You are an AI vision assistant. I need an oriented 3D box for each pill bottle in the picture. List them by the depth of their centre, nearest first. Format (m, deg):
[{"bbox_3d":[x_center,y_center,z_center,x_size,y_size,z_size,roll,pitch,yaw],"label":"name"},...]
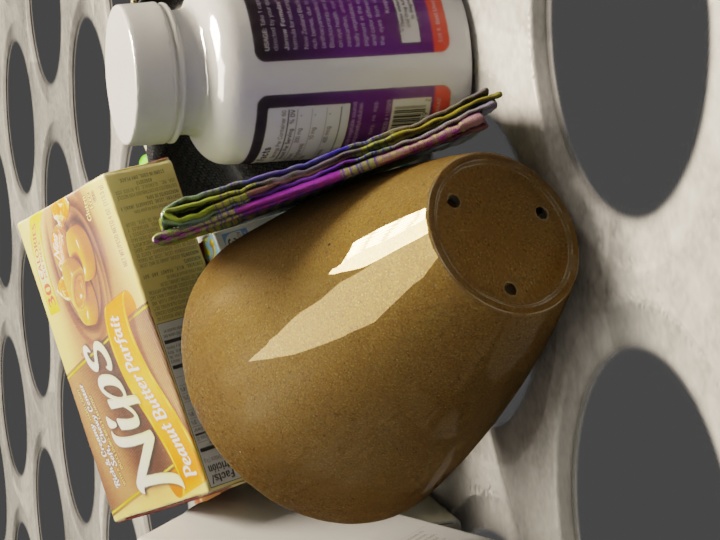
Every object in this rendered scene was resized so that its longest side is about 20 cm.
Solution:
[{"bbox_3d":[-0.045,-0.120,1.313,0.111,0.200,0.111,175,90,-72],"label":"pill bottle"}]

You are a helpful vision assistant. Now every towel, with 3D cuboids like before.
[{"bbox_3d":[-0.020,-0.056,1.233,0.144,0.200,0.023,-167,57,-87],"label":"towel"}]

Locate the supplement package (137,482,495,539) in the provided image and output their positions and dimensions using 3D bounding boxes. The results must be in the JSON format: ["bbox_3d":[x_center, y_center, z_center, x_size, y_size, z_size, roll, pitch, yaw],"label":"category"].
[{"bbox_3d":[-0.017,0.213,1.304,0.200,0.121,0.120,12,111,31],"label":"supplement package"}]

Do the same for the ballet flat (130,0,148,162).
[{"bbox_3d":[-0.140,-0.123,1.632,0.075,0.068,0.200,40,-149,-58],"label":"ballet flat"}]

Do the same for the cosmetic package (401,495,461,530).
[{"bbox_3d":[0.000,0.186,1.469,0.200,0.073,0.104,-152,58,-68],"label":"cosmetic package"}]

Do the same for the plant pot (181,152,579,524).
[{"bbox_3d":[0.027,0.018,1.217,0.200,0.186,0.186,-41,55,52],"label":"plant pot"}]

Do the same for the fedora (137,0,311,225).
[{"bbox_3d":[-0.079,-0.089,1.431,0.201,0.201,0.092,113,-177,-55],"label":"fedora"}]

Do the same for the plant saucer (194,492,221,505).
[{"bbox_3d":[-0.102,0.168,1.611,0.200,0.032,0.200,160,90,-84],"label":"plant saucer"}]

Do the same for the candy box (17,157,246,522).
[{"bbox_3d":[-0.133,0.045,1.358,0.115,0.055,0.200,-23,85,52],"label":"candy box"}]

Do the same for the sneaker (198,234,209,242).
[{"bbox_3d":[-0.123,0.016,1.581,0.078,0.200,0.099,-94,-8,-51],"label":"sneaker"}]

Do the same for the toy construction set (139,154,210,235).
[{"bbox_3d":[-0.097,-0.049,1.690,0.131,0.092,0.200,-49,52,32],"label":"toy construction set"}]

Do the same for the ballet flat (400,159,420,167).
[{"bbox_3d":[0.000,0.000,1.434,0.062,0.067,0.200,61,152,31],"label":"ballet flat"}]

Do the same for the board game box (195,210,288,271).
[{"bbox_3d":[-0.082,0.044,1.425,0.200,0.103,0.105,-33,77,52],"label":"board game box"}]
